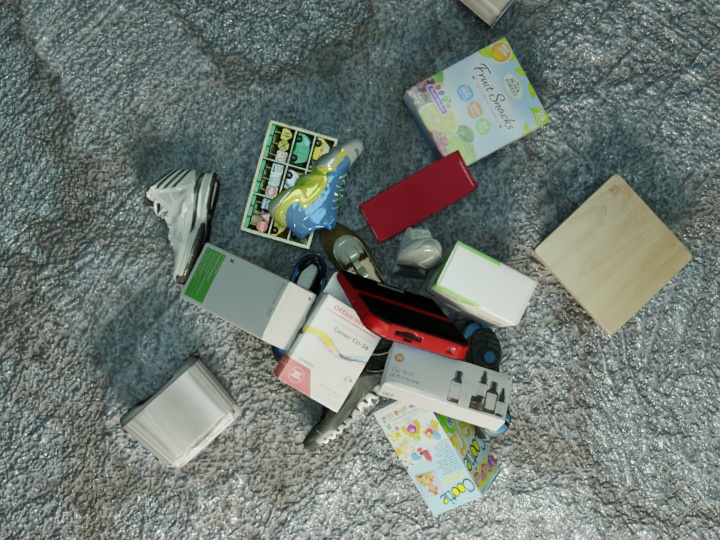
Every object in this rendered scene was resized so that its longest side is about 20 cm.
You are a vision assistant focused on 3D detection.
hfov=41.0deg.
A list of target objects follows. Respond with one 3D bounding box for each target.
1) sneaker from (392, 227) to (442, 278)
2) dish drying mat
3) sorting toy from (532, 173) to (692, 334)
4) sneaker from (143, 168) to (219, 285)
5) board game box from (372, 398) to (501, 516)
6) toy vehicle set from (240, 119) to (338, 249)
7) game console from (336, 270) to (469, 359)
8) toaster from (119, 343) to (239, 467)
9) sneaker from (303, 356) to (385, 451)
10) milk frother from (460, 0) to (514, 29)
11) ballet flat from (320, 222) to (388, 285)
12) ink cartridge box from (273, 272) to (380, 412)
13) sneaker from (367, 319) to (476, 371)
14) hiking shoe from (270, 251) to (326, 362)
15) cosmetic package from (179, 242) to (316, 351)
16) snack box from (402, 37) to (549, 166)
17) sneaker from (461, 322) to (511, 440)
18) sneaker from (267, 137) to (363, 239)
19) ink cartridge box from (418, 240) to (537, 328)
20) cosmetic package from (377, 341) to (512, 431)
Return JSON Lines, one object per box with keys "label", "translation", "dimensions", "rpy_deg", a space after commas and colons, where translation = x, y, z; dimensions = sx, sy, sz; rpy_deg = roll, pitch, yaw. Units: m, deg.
{"label": "sneaker", "translation": [0.092, -0.038, 1.595], "dimensions": [0.070, 0.200, 0.080], "rpy_deg": [9, 81, -7]}
{"label": "dish drying mat", "translation": [0.099, -0.126, 1.654], "dimensions": [0.200, 0.018, 0.077], "rpy_deg": [-29, 91, 18]}
{"label": "sorting toy", "translation": [0.432, -0.027, 1.679], "dimensions": [0.200, 0.070, 0.199], "rpy_deg": [-43, 91, -5]}
{"label": "sneaker", "translation": [-0.317, -0.079, 1.642], "dimensions": [0.115, 0.076, 0.201], "rpy_deg": [11, 79, 6]}
{"label": "board game box", "translation": [0.130, 0.287, 1.610], "dimensions": [0.105, 0.103, 0.200], "rpy_deg": [-31, 89, 30]}
{"label": "toy vehicle set", "translation": [-0.123, -0.148, 1.670], "dimensions": [0.124, 0.027, 0.200], "rpy_deg": [15, 87, -3]}
{"label": "game console", "translation": [0.068, 0.072, 1.550], "dimensions": [0.200, 0.177, 0.031], "rpy_deg": [19, 107, -29]}
{"label": "toaster", "translation": [-0.290, 0.231, 1.602], "dimensions": [0.200, 0.114, 0.129], "rpy_deg": [-42, 94, -7]}
{"label": "sneaker", "translation": [-0.033, 0.220, 1.642], "dimensions": [0.200, 0.066, 0.091], "rpy_deg": [-41, 88, -8]}
{"label": "milk frother", "translation": [0.217, -0.550, 1.627], "dimensions": [0.188, 0.200, 0.181], "rpy_deg": [39, 82, -1]}
{"label": "ballet flat", "translation": [0.000, 0.000, 1.649], "dimensions": [0.068, 0.072, 0.200], "rpy_deg": [-31, 89, -4]}
{"label": "ink cartridge box", "translation": [-0.041, 0.114, 1.575], "dimensions": [0.116, 0.067, 0.200], "rpy_deg": [31, 85, -12]}
{"label": "sneaker", "translation": [0.109, 0.129, 1.645], "dimensions": [0.200, 0.104, 0.060], "rpy_deg": [-19, 98, -43]}
{"label": "hiking shoe", "translation": [-0.110, 0.064, 1.631], "dimensions": [0.074, 0.087, 0.200], "rpy_deg": [14, 87, -3]}
{"label": "cosmetic package", "translation": [-0.186, 0.042, 1.582], "dimensions": [0.200, 0.085, 0.108], "rpy_deg": [22, 84, 35]}
{"label": "snack box", "translation": [0.200, -0.283, 1.677], "dimensions": [0.200, 0.068, 0.169], "rpy_deg": [-30, 91, -5]}
{"label": "sneaker", "translation": [0.198, 0.187, 1.613], "dimensions": [0.073, 0.082, 0.200], "rpy_deg": [0, 66, -10]}
{"label": "sneaker", "translation": [-0.056, -0.132, 1.632], "dimensions": [0.200, 0.076, 0.105], "rpy_deg": [-39, 103, 2]}
{"label": "ink cartridge box", "translation": [0.190, 0.028, 1.596], "dimensions": [0.145, 0.200, 0.084], "rpy_deg": [27, 83, -2]}
{"label": "cosmetic package", "translation": [0.136, 0.182, 1.528], "dimensions": [0.200, 0.051, 0.083], "rpy_deg": [17, 58, -3]}
